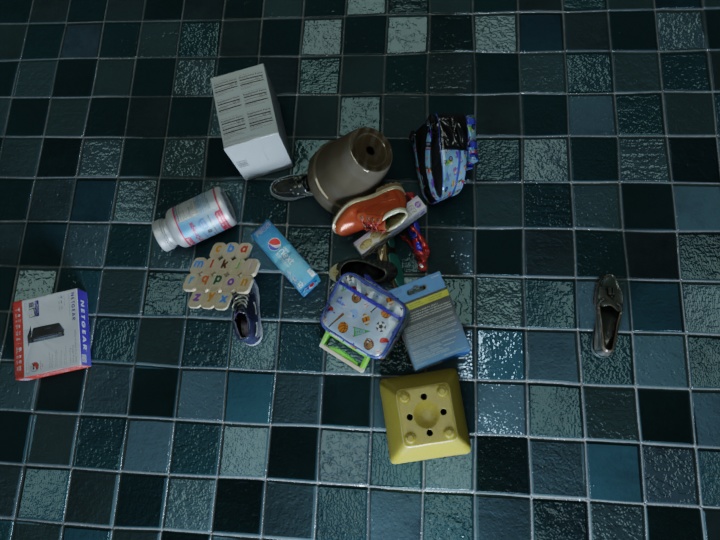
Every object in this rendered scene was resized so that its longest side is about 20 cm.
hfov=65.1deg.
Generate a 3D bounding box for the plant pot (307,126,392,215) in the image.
[{"bbox_3d":[-0.012,-0.255,1.378,0.197,0.173,0.204,8,71,-23],"label":"plant pot"}]

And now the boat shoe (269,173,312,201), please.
[{"bbox_3d":[-0.145,-0.227,1.483,0.196,0.057,0.070,-3,76,4],"label":"boat shoe"}]

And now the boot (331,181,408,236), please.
[{"bbox_3d":[0.022,-0.123,1.337,0.198,0.075,0.108,-27,47,14],"label":"boot"}]

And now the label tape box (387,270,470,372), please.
[{"bbox_3d":[0.163,0.125,1.362,0.142,0.063,0.203,-20,74,2],"label":"label tape box"}]

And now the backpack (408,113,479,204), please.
[{"bbox_3d":[0.211,-0.272,1.404,0.132,0.182,0.204,-6,89,-13],"label":"backpack"}]

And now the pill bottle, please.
[{"bbox_3d":[-0.429,-0.128,1.459,0.197,0.109,0.110,-25,75,-1],"label":"pill bottle"}]

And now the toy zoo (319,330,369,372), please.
[{"bbox_3d":[-0.004,0.125,1.365,0.130,0.020,0.203,28,95,21],"label":"toy zoo"}]

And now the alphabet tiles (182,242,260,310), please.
[{"bbox_3d":[-0.352,0.013,1.427,0.196,0.015,0.198,1,57,21],"label":"alphabet tiles"}]

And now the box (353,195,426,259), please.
[{"bbox_3d":[0.073,-0.105,1.377,0.199,0.039,0.042,-36,73,-2],"label":"box"}]

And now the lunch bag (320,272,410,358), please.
[{"bbox_3d":[0.009,0.099,1.314,0.198,0.075,0.162,30,93,19],"label":"lunch bag"}]

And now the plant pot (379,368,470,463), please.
[{"bbox_3d":[0.143,0.321,1.245,0.190,0.200,0.199,-9,76,3],"label":"plant pot"}]

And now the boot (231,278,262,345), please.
[{"bbox_3d":[-0.289,0.083,1.401,0.072,0.090,0.203,-17,75,1],"label":"boot"}]

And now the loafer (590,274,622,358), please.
[{"bbox_3d":[0.587,0.103,1.327,0.070,0.063,0.204,9,77,7],"label":"loafer"}]

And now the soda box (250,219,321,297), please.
[{"bbox_3d":[-0.189,-0.032,1.432,0.064,0.068,0.200,-41,76,-6],"label":"soda box"}]

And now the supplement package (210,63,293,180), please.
[{"bbox_3d":[-0.278,-0.379,1.464,0.144,0.191,0.203,-15,74,1],"label":"supplement package"}]

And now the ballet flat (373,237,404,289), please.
[{"bbox_3d":[0.060,-0.041,1.423,0.064,0.070,0.204,-20,70,28],"label":"ballet flat"}]

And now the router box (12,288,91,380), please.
[{"bbox_3d":[-0.793,0.164,1.450,0.176,0.049,0.204,-13,75,2],"label":"router box"}]

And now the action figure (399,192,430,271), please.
[{"bbox_3d":[0.135,-0.093,1.421,0.051,0.065,0.203,-8,73,-22],"label":"action figure"}]

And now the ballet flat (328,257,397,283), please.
[{"bbox_3d":[0.000,0.000,1.383,0.197,0.056,0.068,-3,85,34],"label":"ballet flat"}]
